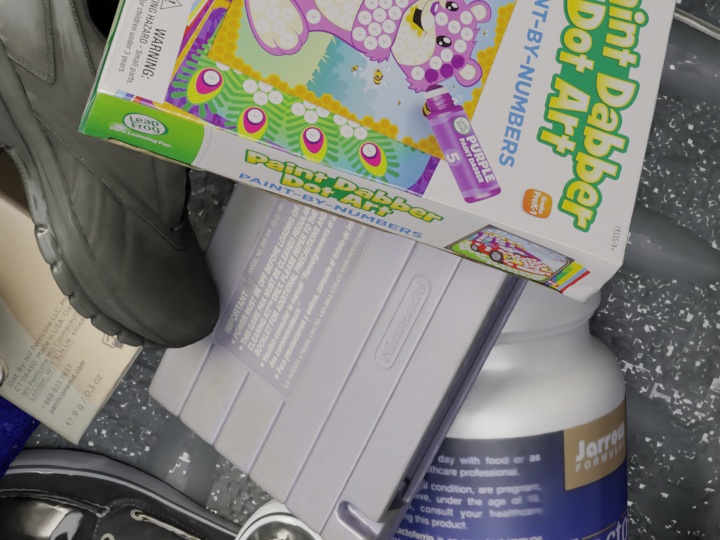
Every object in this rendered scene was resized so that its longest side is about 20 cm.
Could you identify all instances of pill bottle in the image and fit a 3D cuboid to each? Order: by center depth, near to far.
[{"bbox_3d":[0.057,0.087,1.073,0.115,0.116,0.201,-1,106,6],"label":"pill bottle"}]

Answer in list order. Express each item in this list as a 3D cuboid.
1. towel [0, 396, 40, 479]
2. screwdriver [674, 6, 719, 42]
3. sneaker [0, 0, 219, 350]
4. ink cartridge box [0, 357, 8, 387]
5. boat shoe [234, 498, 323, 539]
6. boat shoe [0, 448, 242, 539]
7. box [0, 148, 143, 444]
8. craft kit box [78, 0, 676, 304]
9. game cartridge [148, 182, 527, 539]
[{"bbox_3d":[-0.246,0.048,1.095,0.199,0.050,0.148,33,73,-5],"label":"towel"},{"bbox_3d":[0.118,-0.109,0.991,0.199,0.028,0.029,21,77,-1],"label":"screwdriver"},{"bbox_3d":[-0.092,-0.051,0.961,0.090,0.076,0.201,-21,127,10],"label":"sneaker"},{"bbox_3d":[-0.256,0.050,1.007,0.175,0.084,0.200,39,102,-4],"label":"ink cartridge box"},{"bbox_3d":[-0.049,0.197,1.065,0.073,0.068,0.201,19,100,16],"label":"boat shoe"},{"bbox_3d":[-0.094,0.141,1.129,0.199,0.066,0.070,24,106,-1],"label":"boat shoe"},{"bbox_3d":[-0.177,-0.022,1.077,0.199,0.095,0.078,34,106,-6],"label":"box"},{"bbox_3d":[0.018,-0.112,0.919,0.196,0.049,0.201,18,66,-11],"label":"craft kit box"},{"bbox_3d":[0.000,0.000,1.007,0.129,0.038,0.201,39,115,28],"label":"game cartridge"}]
